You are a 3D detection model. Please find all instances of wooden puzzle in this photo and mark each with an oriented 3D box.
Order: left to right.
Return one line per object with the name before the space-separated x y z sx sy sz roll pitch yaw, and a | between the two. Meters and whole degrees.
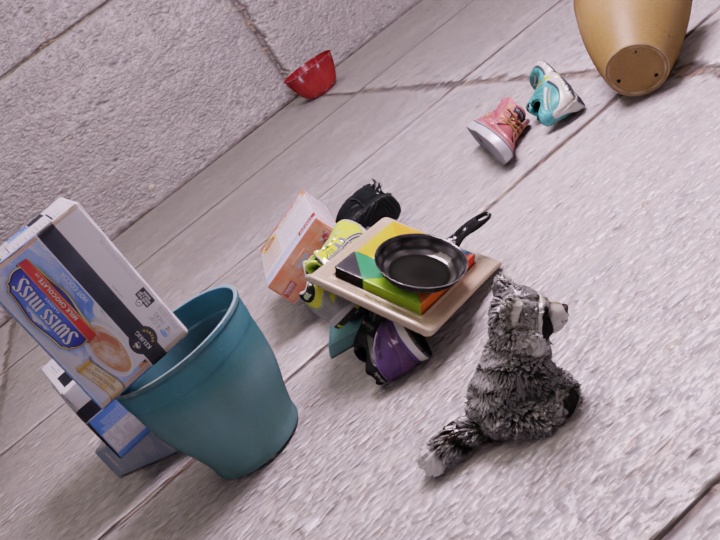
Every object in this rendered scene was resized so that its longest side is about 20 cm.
wooden puzzle | 0.058 -0.005 1.047 0.184 0.037 0.200 23 38 28

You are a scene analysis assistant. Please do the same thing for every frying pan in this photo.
frying pan | 0.086 -0.028 1.026 0.114 0.031 0.190 14 37 16

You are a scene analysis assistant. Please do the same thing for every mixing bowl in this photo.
mixing bowl | -0.160 -0.676 2.889 0.199 0.109 0.200 -31 22 14

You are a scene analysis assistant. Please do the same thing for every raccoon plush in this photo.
raccoon plush | 0.116 0.100 0.770 0.200 0.134 0.097 -38 22 -6

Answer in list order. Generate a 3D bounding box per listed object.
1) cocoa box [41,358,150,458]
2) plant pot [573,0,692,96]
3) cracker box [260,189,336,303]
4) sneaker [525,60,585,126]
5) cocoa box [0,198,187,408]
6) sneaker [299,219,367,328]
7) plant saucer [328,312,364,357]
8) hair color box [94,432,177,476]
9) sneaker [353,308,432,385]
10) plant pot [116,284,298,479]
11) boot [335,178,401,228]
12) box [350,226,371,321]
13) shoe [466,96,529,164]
cocoa box | -0.367 0.166 1.217 0.133 0.132 0.200 -43 22 -19
plant pot | 0.422 -0.369 1.270 0.186 0.186 0.201 -20 39 35
cracker box | -0.101 -0.044 1.342 0.134 0.058 0.200 -54 18 9
sneaker | 0.316 -0.303 1.411 0.080 0.078 0.200 -39 19 16
cocoa box | -0.325 0.035 0.955 0.131 0.200 0.133 -43 23 -16
sneaker | -0.034 -0.013 1.123 0.075 0.076 0.201 -45 24 29
plant saucer | 0.036 0.054 1.161 0.199 0.019 0.070 -30 22 13
hair color box | -0.296 0.230 1.242 0.199 0.061 0.099 -27 23 25
sneaker | 0.020 0.069 1.061 0.087 0.076 0.200 -39 27 10
plant pot | -0.183 0.154 1.049 0.199 0.188 0.200 -31 21 14
boot | -0.018 -0.080 1.456 0.198 0.073 0.162 -40 17 -1
box | 0.000 0.000 1.261 0.158 0.048 0.200 -40 16 -12
shoe | 0.244 -0.245 1.394 0.091 0.072 0.200 -39 16 8
